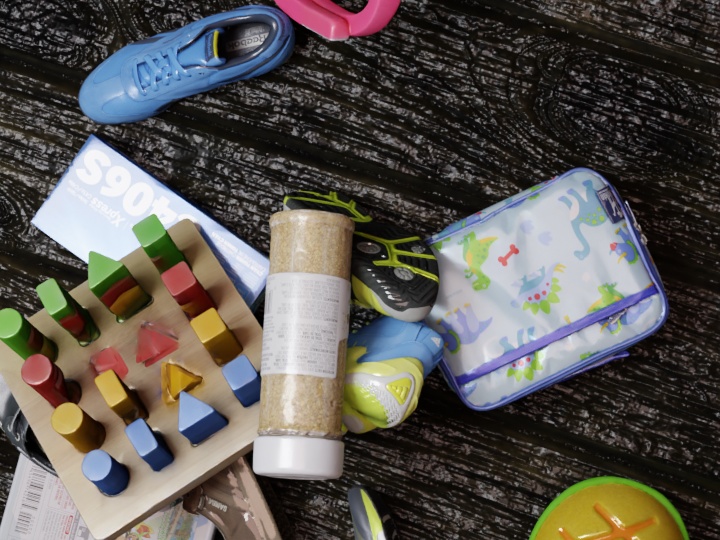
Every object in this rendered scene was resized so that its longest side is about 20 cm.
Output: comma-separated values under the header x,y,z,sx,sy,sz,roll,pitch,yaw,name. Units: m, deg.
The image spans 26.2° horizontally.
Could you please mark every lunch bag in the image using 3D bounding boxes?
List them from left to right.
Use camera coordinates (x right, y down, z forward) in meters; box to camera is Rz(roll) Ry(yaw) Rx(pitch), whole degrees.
x,y,z,sx,sy,sz,roll,pitch,yaw,name
0.145,0.018,1.285,0.200,0.082,0.161,-24,89,5,lunch bag

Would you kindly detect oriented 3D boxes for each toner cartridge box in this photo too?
x,y,z,sx,sy,sz,roll,pitch,yaw,name
-0.174,-0.022,1.330,0.200,0.043,0.095,35,92,5,toner cartridge box

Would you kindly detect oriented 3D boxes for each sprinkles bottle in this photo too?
x,y,z,sx,sy,sz,roll,pitch,yaw,name
-0.042,0.057,1.173,0.068,0.068,0.200,2,80,5,sprinkles bottle

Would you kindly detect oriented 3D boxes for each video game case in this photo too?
x,y,z,sx,sy,sz,roll,pitch,yaw,name
-0.202,0.164,1.338,0.182,0.022,0.200,15,89,5,video game case

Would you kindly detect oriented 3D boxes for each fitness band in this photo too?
x,y,z,sx,sy,sz,roll,pitch,yaw,name
-0.024,-0.270,1.267,0.037,0.200,0.144,-5,117,-32,fitness band

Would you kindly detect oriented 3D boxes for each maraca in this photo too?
x,y,z,sx,sy,sz,roll,pitch,yaw,name
0.196,0.267,1.258,0.137,0.107,0.200,13,90,7,maraca

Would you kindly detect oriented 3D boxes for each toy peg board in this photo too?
x,y,z,sx,sy,sz,roll,pitch,yaw,name
-0.180,0.072,1.218,0.200,0.098,0.199,-33,67,-4,toy peg board

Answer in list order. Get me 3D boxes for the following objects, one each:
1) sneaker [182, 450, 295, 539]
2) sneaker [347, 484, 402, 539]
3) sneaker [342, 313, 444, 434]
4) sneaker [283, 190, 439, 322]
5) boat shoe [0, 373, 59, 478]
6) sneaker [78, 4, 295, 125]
x,y,z,sx,sy,sz,roll,pitch,yaw,name
-0.124,0.164,1.284,0.075,0.070,0.200,-25,81,7,sneaker
-0.004,0.280,1.294,0.081,0.074,0.200,-3,86,8,sneaker
0.002,0.082,1.267,0.105,0.200,0.076,-44,111,-26,sneaker
0.000,0.000,1.263,0.075,0.200,0.077,-5,116,-28,sneaker
-0.258,0.130,1.300,0.199,0.066,0.075,40,93,6,boat shoe
-0.153,-0.179,1.317,0.200,0.078,0.066,-18,89,6,sneaker
